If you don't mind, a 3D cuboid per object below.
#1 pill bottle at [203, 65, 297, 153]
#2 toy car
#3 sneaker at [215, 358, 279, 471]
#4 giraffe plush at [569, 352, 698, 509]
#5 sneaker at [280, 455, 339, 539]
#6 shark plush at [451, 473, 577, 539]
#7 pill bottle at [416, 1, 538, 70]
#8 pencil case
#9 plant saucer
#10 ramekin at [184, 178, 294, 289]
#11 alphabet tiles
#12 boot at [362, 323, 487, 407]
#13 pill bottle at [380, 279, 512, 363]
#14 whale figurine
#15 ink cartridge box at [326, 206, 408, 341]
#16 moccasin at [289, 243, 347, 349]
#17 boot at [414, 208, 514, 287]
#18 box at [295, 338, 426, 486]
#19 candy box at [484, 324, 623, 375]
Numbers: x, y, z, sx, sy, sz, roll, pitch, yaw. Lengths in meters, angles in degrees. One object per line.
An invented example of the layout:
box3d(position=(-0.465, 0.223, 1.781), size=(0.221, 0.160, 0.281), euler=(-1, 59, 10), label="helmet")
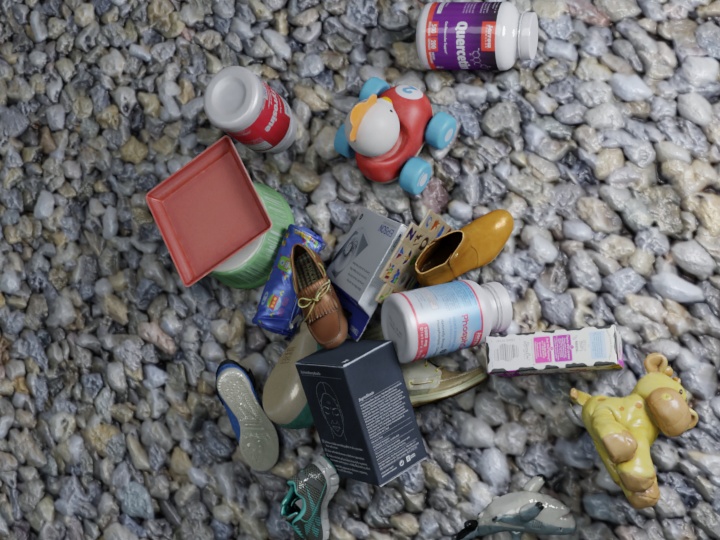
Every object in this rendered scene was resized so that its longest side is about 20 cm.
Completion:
box3d(position=(-0.191, -0.281, 1.627), size=(0.110, 0.200, 0.115), euler=(-3, 79, 19), label="pill bottle")
box3d(position=(0.038, -0.253, 1.535), size=(0.183, 0.200, 0.179), euler=(31, 92, 22), label="toy car")
box3d(position=(-0.203, 0.253, 1.609), size=(0.076, 0.111, 0.203), euler=(-25, 106, -5), label="sneaker")
box3d(position=(0.425, 0.225, 1.346), size=(0.160, 0.174, 0.201), euler=(-30, 38, 2), label="giraffe plush")
box3d(position=(-0.098, 0.400, 1.494), size=(0.077, 0.090, 0.203), euler=(33, 126, 40), label="sneaker")
box3d(position=(0.235, 0.405, 1.417), size=(0.197, 0.091, 0.084), euler=(-26, 103, 10), label="shark plush")
box3d(position=(0.201, -0.403, 1.549), size=(0.196, 0.112, 0.115), euler=(6, 82, 22), label="pill bottle")
box3d(position=(-0.125, 0.021, 1.612), size=(0.086, 0.078, 0.203), euler=(19, 87, 35), label="pencil case")
box3d(position=(-0.266, -0.103, 1.604), size=(0.198, 0.037, 0.202), euler=(-33, 72, 12), label="plant saucer")
box3d(position=(-0.228, -0.073, 1.657), size=(0.196, 0.097, 0.204), euler=(-4, 79, 20), label="ramekin")
box3d(position=(0.090, -0.012, 1.471), size=(0.006, 0.200, 0.168), euler=(31, 92, 25), label="alphabet tiles")
box3d(position=(0.103, 0.144, 1.505), size=(0.197, 0.072, 0.158), euler=(-18, 78, 21), label="boot")
box3d(position=(0.140, 0.076, 1.443), size=(0.196, 0.109, 0.111), euler=(-11, 73, -23), label="pill bottle")
box3d(position=(-0.091, 0.180, 1.568), size=(0.158, 0.103, 0.203), euler=(-19, 46, 54), label="whale figurine")
box3d(position=(0.000, 0.000, 1.523), size=(0.040, 0.199, 0.202), euler=(28, 91, -22), label="ink cartridge box")
box3d(position=(-0.073, 0.040, 1.492), size=(0.073, 0.078, 0.204), euler=(-23, 56, 12), label="moccasin")
box3d(position=(0.173, -0.043, 1.464), size=(0.200, 0.144, 0.071), euler=(-41, 74, -3), label="boot")
box3d(position=(0.000, 0.222, 1.445), size=(0.147, 0.106, 0.204), euler=(-3, 108, 56), label="box")
box3d(position=(0.304, 0.128, 1.401), size=(0.196, 0.136, 0.062), euler=(-8, 79, 20), label="candy box")
